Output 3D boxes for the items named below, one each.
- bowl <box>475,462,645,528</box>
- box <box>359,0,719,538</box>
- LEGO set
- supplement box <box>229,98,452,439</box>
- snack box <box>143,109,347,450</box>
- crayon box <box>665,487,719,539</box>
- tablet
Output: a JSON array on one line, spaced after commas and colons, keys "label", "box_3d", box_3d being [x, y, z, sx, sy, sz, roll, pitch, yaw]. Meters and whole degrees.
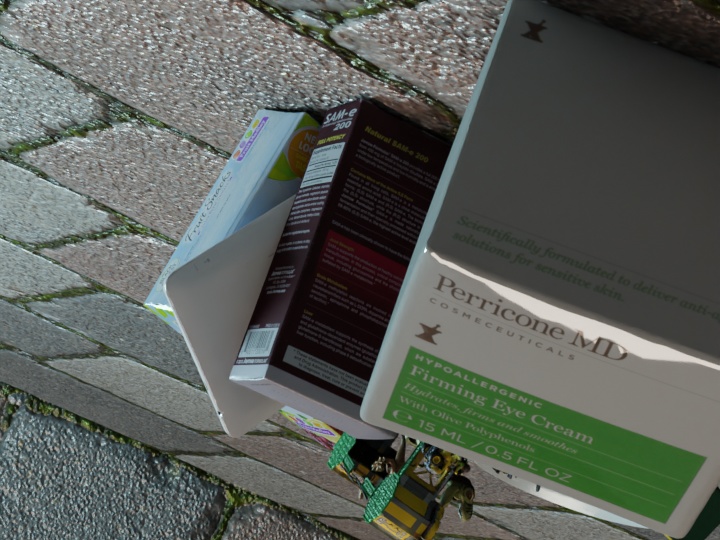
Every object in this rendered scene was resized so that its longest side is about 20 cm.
[{"label": "bowl", "box_3d": [0.210, 0.163, 2.038, 0.200, 0.091, 0.201, 20, 166, 5]}, {"label": "box", "box_3d": [0.131, -0.002, 1.198, 0.198, 0.201, 0.172, 20, 141, 1]}, {"label": "LEGO set", "box_3d": [0.070, 0.131, 1.488, 0.116, 0.154, 0.200, 36, 174, -15]}, {"label": "supplement box", "box_3d": [0.000, 0.000, 1.473, 0.108, 0.201, 0.061, 26, 166, -24]}, {"label": "snack box", "box_3d": [-0.031, 0.010, 1.569, 0.200, 0.169, 0.067, 41, 161, -33]}, {"label": "crayon box", "box_3d": [0.171, 0.104, 1.639, 0.200, 0.058, 0.173, 45, 180, 37]}, {"label": "tablet", "box_3d": [-0.033, 0.012, 1.513, 0.014, 0.199, 0.131, 19, 136, 56]}]
